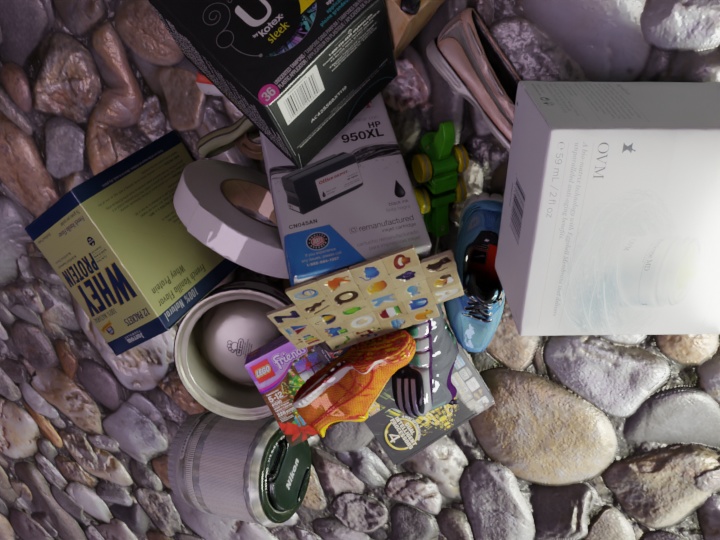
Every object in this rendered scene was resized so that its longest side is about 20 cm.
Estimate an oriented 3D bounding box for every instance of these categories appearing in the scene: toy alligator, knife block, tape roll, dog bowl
[{"bbox_3d":[0.084,-0.087,0.820,0.055,0.058,0.204,-123,23,-45],"label":"toy alligator"},{"bbox_3d":[0.033,-0.257,0.660,0.064,0.176,0.199,46,130,-4],"label":"knife block"},{"bbox_3d":[-0.124,-0.064,0.850,0.200,0.203,0.038,34,112,7],"label":"tape roll"},{"bbox_3d":[-0.160,0.105,1.014,0.194,0.074,0.206,-1,112,-2],"label":"dog bowl"}]

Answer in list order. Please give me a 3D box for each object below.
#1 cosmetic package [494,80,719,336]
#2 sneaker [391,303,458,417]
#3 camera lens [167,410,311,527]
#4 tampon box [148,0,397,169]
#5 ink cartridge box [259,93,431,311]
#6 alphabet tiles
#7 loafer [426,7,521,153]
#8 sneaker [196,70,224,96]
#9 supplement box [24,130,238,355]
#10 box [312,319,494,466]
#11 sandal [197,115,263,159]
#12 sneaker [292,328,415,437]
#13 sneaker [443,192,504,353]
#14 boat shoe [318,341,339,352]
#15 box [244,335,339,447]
[{"bbox_3d":[0.240,-0.056,0.656,0.193,0.124,0.204,-1,122,-2],"label":"cosmetic package"},{"bbox_3d":[0.078,0.067,0.862,0.073,0.086,0.207,0,91,50],"label":"sneaker"},{"bbox_3d":[-0.188,0.310,1.141,0.195,0.160,0.164,0,119,29],"label":"camera lens"},{"bbox_3d":[-0.085,-0.237,0.701,0.200,0.150,0.127,44,174,19],"label":"tampon box"},{"bbox_3d":[-0.022,-0.077,0.756,0.140,0.205,0.085,-13,153,-7],"label":"ink cartridge box"},{"bbox_3d":[0.009,0.034,0.742,0.195,0.006,0.167,-19,151,7],"label":"alphabet tiles"},{"bbox_3d":[0.151,-0.172,0.718,0.200,0.072,0.063,47,123,0],"label":"loafer"},{"bbox_3d":[-0.113,-0.241,0.822,0.195,0.077,0.084,11,117,23],"label":"sneaker"},{"bbox_3d":[-0.289,-0.038,0.960,0.132,0.200,0.202,-22,107,38],"label":"supplement box"},{"bbox_3d":[0.056,0.126,0.921,0.159,0.049,0.203,-32,102,5],"label":"box"},{"bbox_3d":[-0.121,-0.160,0.870,0.198,0.079,0.059,-12,96,44],"label":"sandal"},{"bbox_3d":[0.002,0.133,0.853,0.077,0.073,0.199,45,128,-9],"label":"sneaker"},{"bbox_3d":[0.130,0.018,0.817,0.076,0.091,0.205,5,126,9],"label":"sneaker"},{"bbox_3d":[0.000,0.000,0.845,0.060,0.071,0.205,40,105,45],"label":"boat shoe"},{"bbox_3d":[-0.040,0.133,0.966,0.196,0.039,0.139,-27,106,5],"label":"box"}]
